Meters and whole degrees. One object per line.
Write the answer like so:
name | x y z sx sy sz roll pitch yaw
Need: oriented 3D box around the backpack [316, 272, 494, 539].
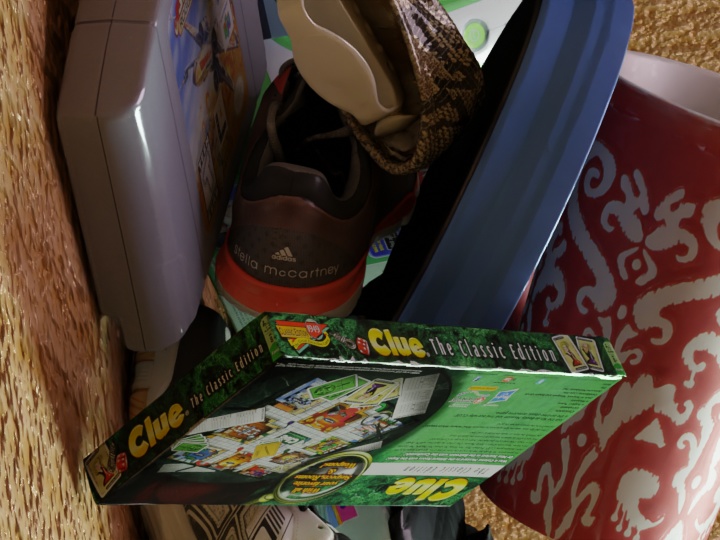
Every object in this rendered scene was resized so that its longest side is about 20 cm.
backpack | -0.011 0.116 1.253 0.200 0.126 0.168 -85 157 -65

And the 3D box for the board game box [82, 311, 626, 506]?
board game box | 0.002 0.055 1.042 0.199 0.105 0.024 6 51 -50

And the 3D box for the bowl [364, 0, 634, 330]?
bowl | 0.051 -0.030 1.159 0.201 0.039 0.202 -155 -90 -85

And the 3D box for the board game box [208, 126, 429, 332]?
board game box | 0.000 0.000 1.341 0.200 0.134 0.029 67 14 -49

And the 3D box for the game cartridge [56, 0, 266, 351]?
game cartridge | -0.075 -0.083 1.110 0.201 0.041 0.134 -77 168 -48

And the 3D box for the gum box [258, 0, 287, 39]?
gum box | -0.055 -0.230 1.309 0.200 0.044 0.171 -95 175 -57

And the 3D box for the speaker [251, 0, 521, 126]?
speaker | 0.014 -0.112 1.371 0.088 0.199 0.089 45 -33 40

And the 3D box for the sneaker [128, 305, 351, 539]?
sneaker | -0.043 0.103 1.109 0.076 0.087 0.201 69 13 -64

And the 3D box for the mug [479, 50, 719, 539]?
mug | 0.130 0.012 1.263 0.178 0.133 0.201 -117 -137 -71

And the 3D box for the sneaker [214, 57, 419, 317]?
sneaker | -0.010 -0.055 1.167 0.200 0.077 0.082 -80 179 -60

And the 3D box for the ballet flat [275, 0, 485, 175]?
ballet flat | -0.018 -0.123 1.083 0.201 0.068 0.075 58 37 -20
